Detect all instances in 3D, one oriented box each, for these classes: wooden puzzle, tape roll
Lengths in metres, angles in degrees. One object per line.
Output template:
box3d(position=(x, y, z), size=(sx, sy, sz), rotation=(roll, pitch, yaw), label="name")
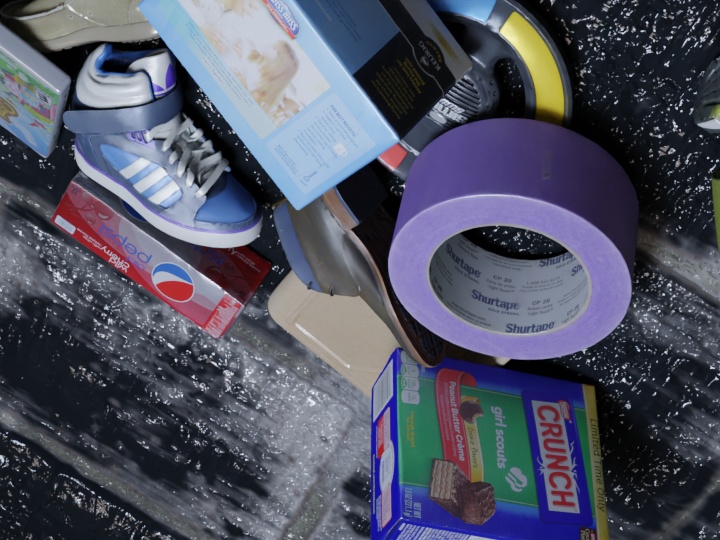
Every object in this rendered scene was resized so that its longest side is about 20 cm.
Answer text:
box3d(position=(0.030, 0.043, 1.261), size=(0.200, 0.037, 0.185), rotation=(42, 130, -3), label="wooden puzzle")
box3d(position=(0.125, -0.022, 1.103), size=(0.197, 0.086, 0.201), rotation=(9, 142, 7), label="tape roll")

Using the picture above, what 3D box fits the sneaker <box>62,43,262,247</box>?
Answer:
box3d(position=(-0.166, -0.119, 1.192), size=(0.198, 0.081, 0.148), rotation=(29, 136, 9), label="sneaker")

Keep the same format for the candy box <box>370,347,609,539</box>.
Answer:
box3d(position=(0.112, 0.173, 1.188), size=(0.197, 0.171, 0.077), rotation=(13, 142, -17), label="candy box")

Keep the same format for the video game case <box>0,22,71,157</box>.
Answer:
box3d(position=(-0.349, -0.193, 1.205), size=(0.199, 0.022, 0.182), rotation=(37, 159, -6), label="video game case")

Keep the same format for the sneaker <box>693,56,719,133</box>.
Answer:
box3d(position=(0.329, -0.133, 0.963), size=(0.084, 0.075, 0.199), rotation=(33, 146, -30), label="sneaker")

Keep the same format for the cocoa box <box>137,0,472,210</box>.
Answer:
box3d(position=(-0.040, -0.177, 1.019), size=(0.133, 0.131, 0.201), rotation=(-29, 103, 44), label="cocoa box")

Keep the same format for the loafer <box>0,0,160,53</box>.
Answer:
box3d(position=(-0.229, -0.230, 1.145), size=(0.197, 0.076, 0.069), rotation=(-1, 115, 28), label="loafer")

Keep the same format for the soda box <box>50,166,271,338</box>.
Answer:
box3d(position=(-0.187, -0.026, 1.280), size=(0.199, 0.070, 0.064), rotation=(37, 131, -5), label="soda box")

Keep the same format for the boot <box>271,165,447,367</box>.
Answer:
box3d(position=(0.000, 0.000, 1.185), size=(0.096, 0.074, 0.202), rotation=(-20, 100, 43), label="boot")

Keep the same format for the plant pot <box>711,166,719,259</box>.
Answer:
box3d(position=(0.346, -0.001, 1.008), size=(0.186, 0.187, 0.202), rotation=(-23, 99, 35), label="plant pot")

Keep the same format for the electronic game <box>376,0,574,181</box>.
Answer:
box3d(position=(0.075, -0.145, 1.091), size=(0.197, 0.042, 0.202), rotation=(12, 129, 15), label="electronic game")
